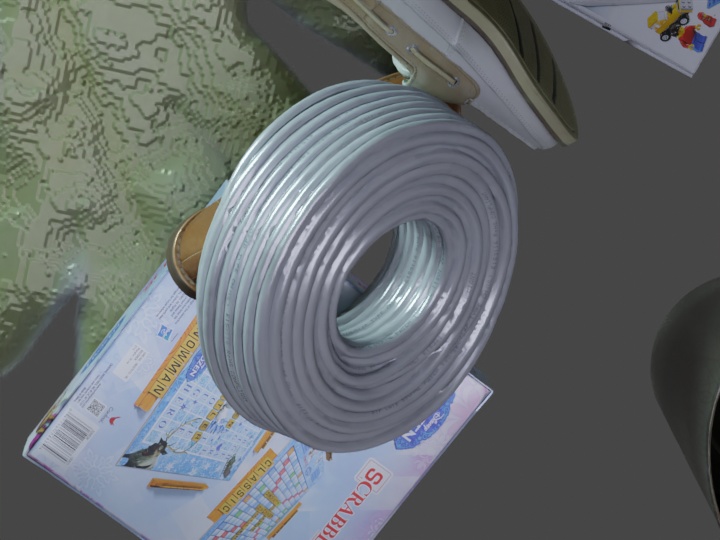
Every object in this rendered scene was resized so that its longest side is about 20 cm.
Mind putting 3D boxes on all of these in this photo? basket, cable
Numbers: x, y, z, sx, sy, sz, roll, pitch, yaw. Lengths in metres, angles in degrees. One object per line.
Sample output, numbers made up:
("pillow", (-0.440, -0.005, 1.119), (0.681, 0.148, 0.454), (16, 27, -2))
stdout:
("basket", (0.237, 0.077, 1.148), (0.135, 0.200, 0.181), (-16, 105, -1))
("cable", (0.000, 0.000, 1.093), (0.200, 0.069, 0.201), (25, 95, -52))

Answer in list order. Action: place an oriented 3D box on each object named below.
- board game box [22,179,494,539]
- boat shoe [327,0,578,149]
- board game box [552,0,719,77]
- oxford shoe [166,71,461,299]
("board game box", (-0.060, 0.085, 1.210), (0.199, 0.041, 0.200), (38, 97, -11))
("boat shoe", (0.049, -0.132, 1.138), (0.068, 0.075, 0.200), (-28, 128, 22))
("board game box", (0.182, -0.224, 1.145), (0.126, 0.035, 0.201), (25, 100, -24))
("oxford shoe", (-0.014, -0.049, 1.145), (0.200, 0.071, 0.071), (-38, 95, -20))
